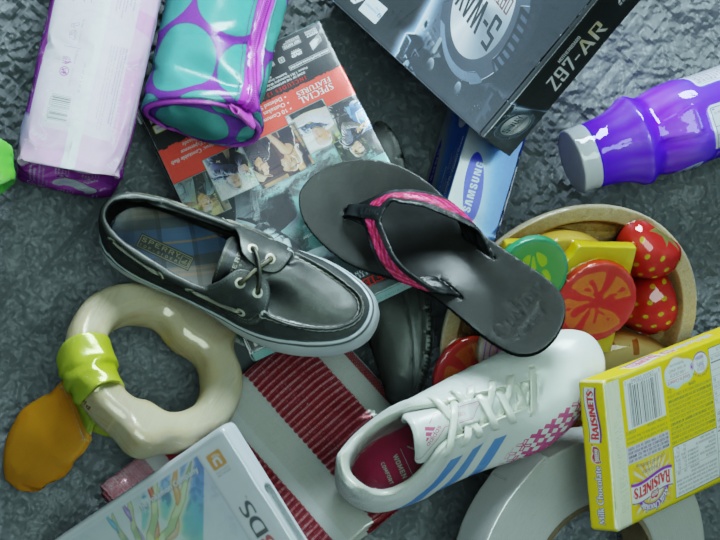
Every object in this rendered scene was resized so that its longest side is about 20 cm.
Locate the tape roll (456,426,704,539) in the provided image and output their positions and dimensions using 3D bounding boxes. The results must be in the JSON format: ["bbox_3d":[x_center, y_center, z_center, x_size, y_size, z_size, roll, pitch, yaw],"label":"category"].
[{"bbox_3d":[0.152,0.208,1.641,0.202,0.037,0.204,-7,103,-31],"label":"tape roll"}]

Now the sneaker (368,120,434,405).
[{"bbox_3d":[0.000,0.000,1.641,0.090,0.076,0.201,-10,75,-4],"label":"sneaker"}]

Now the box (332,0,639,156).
[{"bbox_3d":[0.081,-0.200,1.603,0.160,0.043,0.200,-49,57,8],"label":"box"}]

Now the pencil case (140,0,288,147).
[{"bbox_3d":[-0.084,-0.185,1.602,0.085,0.092,0.201,32,64,-46],"label":"pencil case"}]

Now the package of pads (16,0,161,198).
[{"bbox_3d":[-0.177,-0.153,1.581,0.075,0.120,0.201,12,84,-6],"label":"package of pads"}]

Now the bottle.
[{"bbox_3d":[0.240,-0.108,1.693,0.199,0.084,0.066,-19,91,-14],"label":"bottle"}]

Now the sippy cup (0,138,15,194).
[{"bbox_3d":[-0.322,-0.058,1.515,0.178,0.130,0.140,-43,80,10],"label":"sippy cup"}]

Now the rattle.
[{"bbox_3d":[-0.133,0.076,1.622,0.130,0.143,0.200,32,38,15],"label":"rattle"}]

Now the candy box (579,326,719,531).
[{"bbox_3d":[0.214,0.105,1.620,0.200,0.026,0.103,-15,103,-52],"label":"candy box"}]

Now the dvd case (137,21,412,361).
[{"bbox_3d":[-0.050,-0.056,1.611,0.145,0.022,0.201,-26,70,-4],"label":"dvd case"}]

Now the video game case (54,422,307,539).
[{"bbox_3d":[-0.111,0.226,1.556,0.200,0.022,0.183,-35,86,25],"label":"video game case"}]

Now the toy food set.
[{"bbox_3d":[0.145,0.047,1.641,0.197,0.049,0.201,1,118,-20],"label":"toy food set"}]

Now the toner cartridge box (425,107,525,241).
[{"bbox_3d":[0.092,-0.118,1.654,0.043,0.095,0.201,18,82,-9],"label":"toner cartridge box"}]

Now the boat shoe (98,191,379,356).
[{"bbox_3d":[-0.084,0.002,1.553,0.199,0.057,0.069,19,74,10],"label":"boat shoe"}]

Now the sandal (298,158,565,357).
[{"bbox_3d":[0.047,-0.016,1.552,0.199,0.045,0.075,32,83,16],"label":"sandal"}]

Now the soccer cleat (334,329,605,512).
[{"bbox_3d":[0.072,0.101,1.560,0.199,0.086,0.070,-31,73,3],"label":"soccer cleat"}]

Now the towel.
[{"bbox_3d":[-0.058,0.141,1.618,0.200,0.023,0.144,-38,75,-18],"label":"towel"}]
